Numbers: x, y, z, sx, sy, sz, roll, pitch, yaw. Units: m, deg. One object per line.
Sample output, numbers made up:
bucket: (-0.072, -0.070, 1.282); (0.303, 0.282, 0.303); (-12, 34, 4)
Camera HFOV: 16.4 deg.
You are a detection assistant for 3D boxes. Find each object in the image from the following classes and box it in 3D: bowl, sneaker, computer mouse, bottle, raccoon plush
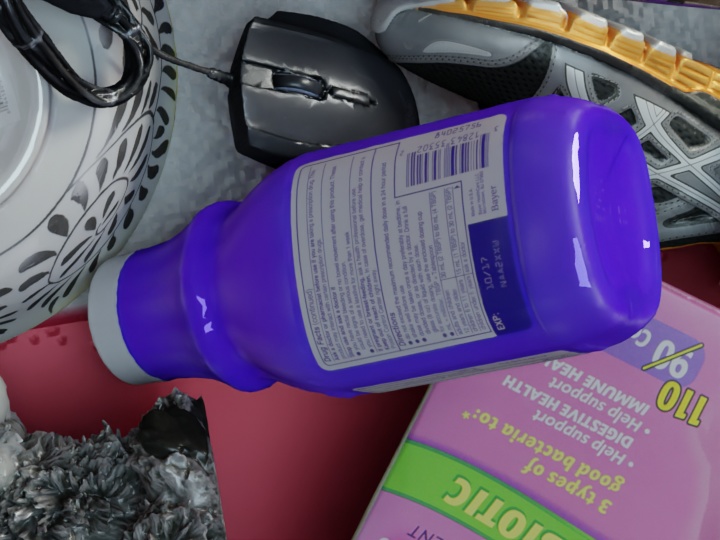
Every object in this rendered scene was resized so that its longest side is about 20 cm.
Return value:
bowl: (-0.151, -0.059, 0.825); (0.200, 0.094, 0.201); (-2, 99, -13)
sneaker: (0.092, -0.048, 0.897); (0.200, 0.078, 0.077); (21, 97, -16)
computer mouse: (-0.043, -0.069, 0.832); (0.200, 0.034, 0.059); (15, 75, -48)
bottle: (0.000, 0.000, 0.832); (0.065, 0.200, 0.084); (9, 71, -56)
raccoon plush: (-0.107, 0.122, 0.833); (0.134, 0.097, 0.201); (-9, 68, -5)

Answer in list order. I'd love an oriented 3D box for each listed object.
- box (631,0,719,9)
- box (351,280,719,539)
box: (0.071, -0.197, 0.853); (0.136, 0.039, 0.201); (6, 96, -14)
box: (0.094, 0.109, 0.870); (0.176, 0.097, 0.200); (27, 92, 14)
